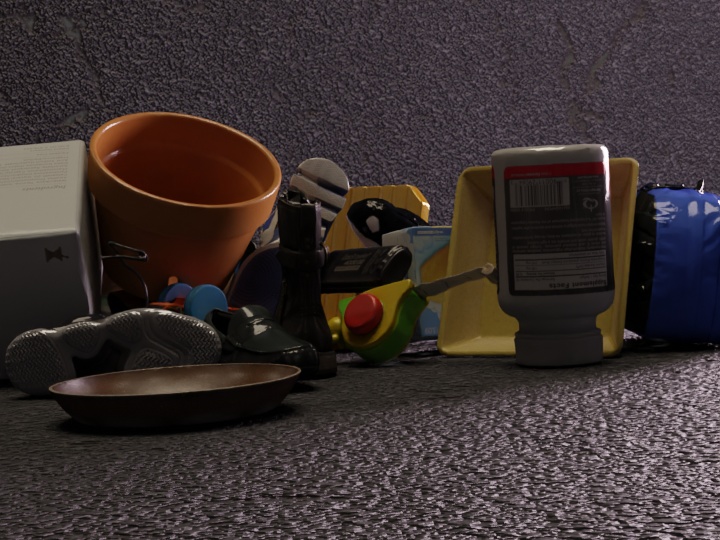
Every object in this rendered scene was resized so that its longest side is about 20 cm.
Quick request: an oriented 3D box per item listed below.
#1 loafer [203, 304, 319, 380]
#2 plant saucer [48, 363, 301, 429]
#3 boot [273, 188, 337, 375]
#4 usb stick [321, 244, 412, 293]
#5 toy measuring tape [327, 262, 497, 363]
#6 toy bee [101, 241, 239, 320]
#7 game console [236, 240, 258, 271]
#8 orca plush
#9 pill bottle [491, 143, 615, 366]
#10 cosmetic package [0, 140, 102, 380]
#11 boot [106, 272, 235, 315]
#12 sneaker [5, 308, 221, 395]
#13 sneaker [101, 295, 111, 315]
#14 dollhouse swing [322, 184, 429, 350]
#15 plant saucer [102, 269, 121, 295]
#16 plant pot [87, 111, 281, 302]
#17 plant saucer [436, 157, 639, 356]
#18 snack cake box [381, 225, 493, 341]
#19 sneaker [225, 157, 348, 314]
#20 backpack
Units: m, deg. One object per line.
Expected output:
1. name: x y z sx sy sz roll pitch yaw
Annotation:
1. loafer: -0.099 0.067 1.504 0.068 0.071 0.200 -5 3 -28
2. plant saucer: -0.146 0.099 1.305 0.199 0.032 0.200 -2 3 0
3. boot: -0.058 0.009 1.588 0.069 0.175 0.200 -4 3 -13
4. usb stick: 0.000 0.000 1.711 0.033 0.056 0.200 42 -15 -15
5. toy measuring tape: 0.048 0.047 1.593 0.199 0.074 0.073 -15 -4 32
6. toy bee: -0.187 0.062 1.648 0.199 0.109 0.131 22 -13 -17
7. game console: -0.247 0.028 2.026 0.199 0.119 0.170 -2 3 29
8. orca plush: 0.076 -0.011 1.786 0.105 0.200 0.071 -37 1 -43
9. pill bottle: 0.180 -0.015 1.525 0.110 0.201 0.111 -3 3 0
10. cosmetic package: -0.355 -0.012 1.681 0.165 0.168 0.200 -5 31 -5
11. boot: -0.206 0.028 1.798 0.155 0.077 0.200 -6 46 -28
12. sneaker: -0.219 0.070 1.521 0.199 0.076 0.114 -5 5 8
13. sneaker: -0.305 0.060 1.849 0.199 0.074 0.118 5 5 -23
14. dollhouse swing: -0.035 -0.005 1.869 0.199 0.177 0.181 0 4 40
15. plant saucer: -0.316 -0.033 1.836 0.199 0.032 0.201 -9 -40 -7
16. plant pot: -0.192 -0.058 1.724 0.199 0.141 0.200 10 30 -6
17. plant saucer: 0.184 -0.006 1.638 0.199 0.201 0.048 -1 -17 31
18. snack cake box: 0.125 0.014 1.733 0.199 0.116 0.067 -2 -6 -31
19. sneaker: -0.079 -0.017 1.795 0.080 0.200 0.115 28 -23 -2
20. backpack: 0.340 -0.010 1.650 0.167 0.164 0.200 0 2 6
